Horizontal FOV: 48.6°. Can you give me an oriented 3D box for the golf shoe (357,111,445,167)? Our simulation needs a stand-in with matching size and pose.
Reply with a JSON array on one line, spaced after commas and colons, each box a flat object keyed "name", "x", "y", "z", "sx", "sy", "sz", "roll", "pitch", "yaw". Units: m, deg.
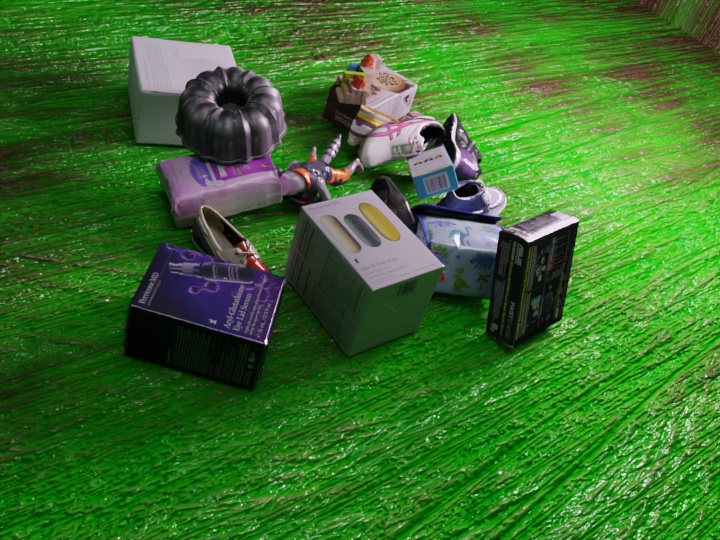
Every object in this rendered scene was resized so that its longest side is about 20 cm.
[{"name": "golf shoe", "x": 0.083, "y": -0.263, "z": 1.618, "sx": 0.199, "sy": 0.073, "sz": 0.092, "roll": -34, "pitch": 40, "yaw": -26}]

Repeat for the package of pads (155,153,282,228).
[{"name": "package of pads", "x": -0.245, "y": -0.153, "z": 1.393, "sx": 0.198, "sy": 0.076, "sz": 0.121, "roll": -16, "pitch": 54, "yaw": -17}]

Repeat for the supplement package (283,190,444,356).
[{"name": "supplement package", "x": 0.000, "y": 0.000, "z": 1.290, "sx": 0.151, "sy": 0.151, "sz": 0.200, "roll": -17, "pitch": 52, "yaw": -35}]

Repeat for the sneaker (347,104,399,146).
[{"name": "sneaker", "x": 0.046, "y": -0.284, "z": 1.701, "sx": 0.199, "sy": 0.091, "sz": 0.075, "roll": 13, "pitch": 21, "yaw": -50}]

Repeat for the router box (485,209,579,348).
[{"name": "router box", "x": 0.292, "y": 0.012, "z": 1.360, "sx": 0.149, "sy": 0.202, "sz": 0.062, "roll": -21, "pitch": 34, "yaw": -40}]

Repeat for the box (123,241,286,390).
[{"name": "box", "x": -0.224, "y": 0.065, "z": 1.162, "sx": 0.198, "sy": 0.105, "sz": 0.149, "roll": 16, "pitch": 40, "yaw": -6}]

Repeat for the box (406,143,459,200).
[{"name": "box", "x": 0.139, "y": -0.197, "z": 1.574, "sx": 0.082, "sy": 0.049, "sz": 0.200, "roll": -17, "pitch": 19, "yaw": 6}]

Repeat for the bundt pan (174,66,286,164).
[{"name": "bundt pan", "x": -0.227, "y": -0.284, "z": 1.397, "sx": 0.200, "sy": 0.076, "sz": 0.203, "roll": 4, "pitch": 52, "yaw": -5}]

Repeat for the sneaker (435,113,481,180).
[{"name": "sneaker", "x": 0.220, "y": -0.262, "z": 1.757, "sx": 0.087, "sy": 0.076, "sz": 0.201, "roll": 23, "pitch": 41, "yaw": -19}]

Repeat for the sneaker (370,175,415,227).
[{"name": "sneaker", "x": 0.023, "y": -0.113, "z": 1.483, "sx": 0.113, "sy": 0.077, "sz": 0.200, "roll": -23, "pitch": 27, "yaw": -1}]

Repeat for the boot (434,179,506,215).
[{"name": "boot", "x": 0.234, "y": -0.142, "z": 1.586, "sx": 0.199, "sy": 0.090, "sz": 0.073, "roll": -22, "pitch": 70, "yaw": -36}]

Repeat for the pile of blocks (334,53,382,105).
[{"name": "pile of blocks", "x": -0.005, "y": -0.427, "z": 1.715, "sx": 0.081, "sy": 0.062, "sz": 0.201, "roll": 18, "pitch": 39, "yaw": 1}]

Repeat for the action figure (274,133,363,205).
[{"name": "action figure", "x": -0.107, "y": -0.194, "z": 1.507, "sx": 0.199, "sy": 0.105, "sz": 0.194, "roll": 28, "pitch": 34, "yaw": 10}]

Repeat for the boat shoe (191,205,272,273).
[{"name": "boat shoe", "x": -0.205, "y": -0.028, "z": 1.308, "sx": 0.200, "sy": 0.063, "sz": 0.071, "roll": 42, "pitch": 42, "yaw": 22}]

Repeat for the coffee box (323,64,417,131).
[{"name": "coffee box", "x": 0.023, "y": -0.381, "z": 1.785, "sx": 0.113, "sy": 0.080, "sz": 0.200, "roll": 34, "pitch": 42, "yaw": 18}]

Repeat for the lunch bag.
[{"name": "lunch bag", "x": 0.173, "y": -0.049, "z": 1.450, "sx": 0.169, "sy": 0.128, "sz": 0.200, "roll": 9, "pitch": 28, "yaw": -10}]

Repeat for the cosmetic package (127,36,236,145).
[{"name": "cosmetic package", "x": -0.345, "y": -0.347, "z": 1.562, "sx": 0.198, "sy": 0.123, "sz": 0.200, "roll": 1, "pitch": 43, "yaw": -23}]
